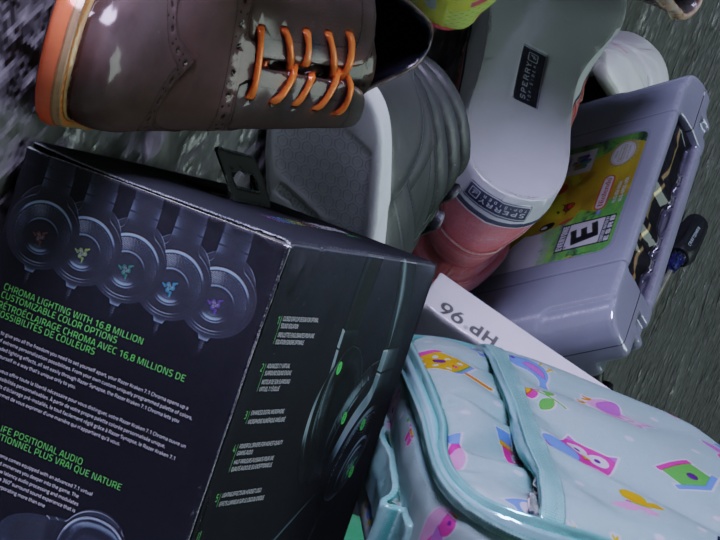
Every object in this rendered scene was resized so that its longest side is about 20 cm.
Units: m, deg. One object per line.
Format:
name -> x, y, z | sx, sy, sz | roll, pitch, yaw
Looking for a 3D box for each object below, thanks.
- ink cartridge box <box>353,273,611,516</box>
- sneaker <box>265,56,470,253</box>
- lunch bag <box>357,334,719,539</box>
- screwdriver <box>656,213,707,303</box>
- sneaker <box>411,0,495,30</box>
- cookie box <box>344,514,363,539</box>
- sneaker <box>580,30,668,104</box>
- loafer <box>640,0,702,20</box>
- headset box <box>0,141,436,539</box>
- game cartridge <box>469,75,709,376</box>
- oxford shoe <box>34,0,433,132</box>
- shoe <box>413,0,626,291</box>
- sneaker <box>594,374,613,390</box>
ink cartridge box -> 0.048, 0.085, 0.962 | 0.068, 0.116, 0.200 | -52, 175, -43
sneaker -> 0.000, 0.000, 0.868 | 0.099, 0.070, 0.201 | -35, 139, -55
lunch bag -> 0.076, 0.094, 0.763 | 0.200, 0.160, 0.077 | -110, -136, -74
screwdriver -> 0.261, 0.006, 1.839 | 0.200, 0.028, 0.029 | -48, 123, -51
sneaker -> 0.069, -0.175, 0.899 | 0.200, 0.078, 0.090 | -49, 164, -38
cookie box -> -0.017, 0.193, 0.877 | 0.200, 0.170, 0.075 | -50, 153, -50
sneaker -> 0.116, -0.040, 1.231 | 0.099, 0.078, 0.201 | -12, 113, -64
loafer -> 0.135, -0.150, 0.928 | 0.072, 0.063, 0.200 | -56, 177, 0
headset box -> -0.062, 0.060, 0.696 | 0.174, 0.092, 0.201 | 4, 106, -73
game cartridge -> 0.092, -0.017, 1.049 | 0.041, 0.133, 0.200 | 54, 37, -25
oxford shoe -> -0.033, -0.076, 0.659 | 0.200, 0.072, 0.071 | -34, 143, -64
shoe -> 0.067, -0.080, 1.016 | 0.091, 0.071, 0.201 | -53, -166, 48
sneaker -> 0.077, 0.058, 1.113 | 0.200, 0.099, 0.070 | -53, 161, -11
